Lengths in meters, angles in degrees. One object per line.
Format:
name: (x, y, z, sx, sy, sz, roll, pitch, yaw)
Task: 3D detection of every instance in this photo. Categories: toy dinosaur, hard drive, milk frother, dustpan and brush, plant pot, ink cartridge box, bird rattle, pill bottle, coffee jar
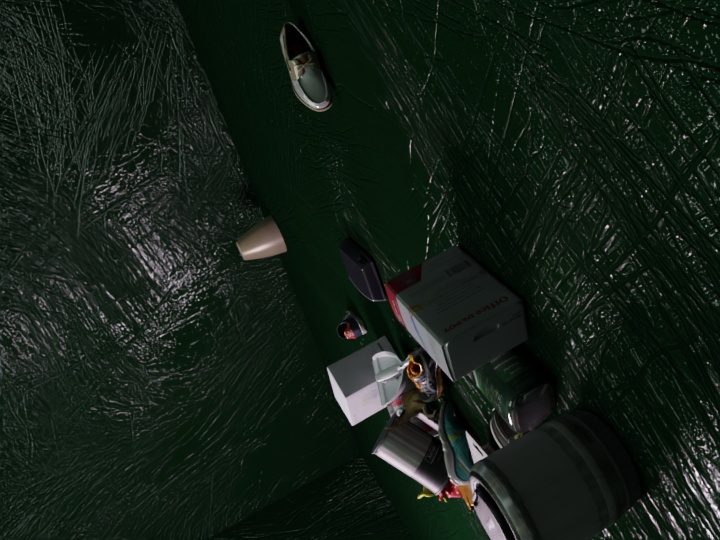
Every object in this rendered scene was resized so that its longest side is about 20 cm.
toy dinosaur: (0.141, 0.329, 1.744, 0.100, 0.201, 0.059, 18, 143, 23)
hard drive: (0.000, 0.000, 1.939, 0.200, 0.042, 0.136, 44, 157, 60)
milk frother: (0.129, 0.457, 1.798, 0.187, 0.181, 0.201, 32, 127, 4)
dustpan and brush: (0.096, 0.257, 1.878, 0.057, 0.199, 0.141, 15, -127, -45)
plant pot: (-0.474, -0.134, 3.385, 0.188, 0.199, 0.188, 60, 167, 23)
ink cartridge box: (0.149, 0.063, 1.145, 0.200, 0.145, 0.083, 49, 162, 54)
bird rattle: (0.219, 0.593, 2.097, 0.200, 0.111, 0.164, 96, 163, -63)
pill bottle: (0.129, 0.366, 1.950, 0.111, 0.110, 0.202, 104, 145, -72)
ink cartridge box: (0.290, 0.435, 1.550, 0.109, 0.050, 0.201, 45, 156, 60)
coffee jar: (0.223, 0.159, 1.171, 0.200, 0.085, 0.105, 51, 166, 46)

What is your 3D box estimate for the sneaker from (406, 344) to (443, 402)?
sneaker: (0.143, 0.233, 1.654, 0.078, 0.077, 0.201, 51, 154, 43)

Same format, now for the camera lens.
camera lens: (0.264, 0.306, 1.010, 0.161, 0.199, 0.160, 60, 168, 22)

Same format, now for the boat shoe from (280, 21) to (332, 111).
boat shoe: (-0.119, -0.423, 1.497, 0.201, 0.074, 0.068, 62, 174, 16)

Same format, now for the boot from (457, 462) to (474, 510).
boot: (0.256, 0.540, 1.844, 0.201, 0.070, 0.145, 114, 138, -66)

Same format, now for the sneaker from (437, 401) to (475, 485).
sneaker: (0.231, 0.400, 1.683, 0.078, 0.079, 0.201, 52, -158, -54)

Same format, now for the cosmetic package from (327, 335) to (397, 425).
cosmetic package: (0.023, 0.330, 2.142, 0.123, 0.199, 0.200, 56, 167, 33)

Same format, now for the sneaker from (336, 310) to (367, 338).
sneaker: (-0.045, 0.188, 2.434, 0.076, 0.084, 0.200, 65, 169, -7)

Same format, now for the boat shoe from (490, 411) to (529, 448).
boat shoe: (0.292, 0.297, 1.206, 0.201, 0.071, 0.061, 45, 154, 41)
